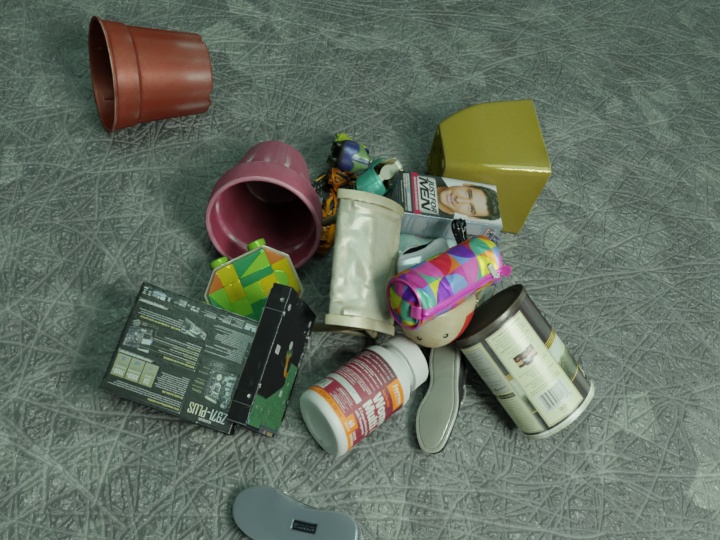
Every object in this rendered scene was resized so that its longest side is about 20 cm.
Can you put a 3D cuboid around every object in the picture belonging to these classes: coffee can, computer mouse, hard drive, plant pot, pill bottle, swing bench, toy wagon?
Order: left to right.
[{"bbox_3d":[-0.396,-0.372,1.194,0.191,0.202,0.204,-11,61,-31],"label":"plant pot"},{"bbox_3d":[-0.192,0.049,1.024,0.196,0.040,0.158,-26,90,-10],"label":"toy wagon"},{"bbox_3d":[-0.161,-0.126,1.105,0.194,0.203,0.181,10,39,-9],"label":"plant pot"},{"bbox_3d":[-0.128,0.137,0.931,0.037,0.140,0.205,11,73,16],"label":"hard drive"},{"bbox_3d":[0.000,0.000,1.014,0.126,0.200,0.205,8,80,-10],"label":"swing bench"},{"bbox_3d":[0.009,0.189,0.987,0.198,0.110,0.110,-31,70,-30],"label":"pill bottle"},{"bbox_3d":[0.131,-0.014,1.016,0.198,0.043,0.113,-23,105,-47],"label":"computer mouse"},{"bbox_3d":[0.242,-0.212,1.270,0.194,0.197,0.199,1,57,-7],"label":"plant pot"},{"bbox_3d":[0.265,0.149,1.029,0.146,0.146,0.202,-40,94,-33],"label":"coffee can"}]

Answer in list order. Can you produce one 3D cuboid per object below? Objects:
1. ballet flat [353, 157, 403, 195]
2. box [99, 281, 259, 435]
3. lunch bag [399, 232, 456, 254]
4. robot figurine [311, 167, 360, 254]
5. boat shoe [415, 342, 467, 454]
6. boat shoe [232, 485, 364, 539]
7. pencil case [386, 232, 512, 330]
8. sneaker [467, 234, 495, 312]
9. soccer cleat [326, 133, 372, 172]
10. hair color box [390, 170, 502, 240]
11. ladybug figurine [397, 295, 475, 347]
[{"bbox_3d":[0.048,-0.184,1.219,0.068,0.069,0.200,58,26,-11],"label":"ballet flat"},{"bbox_3d":[-0.255,0.133,0.934,0.195,0.086,0.168,18,73,-3],"label":"box"},{"bbox_3d":[0.121,-0.056,1.195,0.158,0.078,0.201,33,55,6],"label":"lunch bag"},{"bbox_3d":[-0.032,-0.115,1.201,0.141,0.059,0.204,12,56,-11],"label":"robot figurine"},{"bbox_3d":[0.139,0.211,1.040,0.072,0.061,0.204,-12,49,29],"label":"boat shoe"},{"bbox_3d":[-0.082,0.358,0.877,0.196,0.087,0.076,3,56,22],"label":"boat shoe"},{"bbox_3d":[0.130,0.014,0.923,0.197,0.089,0.089,-25,67,-31],"label":"pencil case"},{"bbox_3d":[0.192,0.039,1.124,0.089,0.076,0.206,-4,86,-8],"label":"sneaker"},{"bbox_3d":[-0.019,-0.226,1.230,0.082,0.066,0.201,17,14,-9],"label":"soccer cleat"},{"bbox_3d":[0.157,-0.116,1.160,0.194,0.061,0.101,7,56,-12],"label":"hair color box"},{"bbox_3d":[0.125,0.073,1.027,0.132,0.074,0.200,-8,9,18],"label":"ladybug figurine"}]
